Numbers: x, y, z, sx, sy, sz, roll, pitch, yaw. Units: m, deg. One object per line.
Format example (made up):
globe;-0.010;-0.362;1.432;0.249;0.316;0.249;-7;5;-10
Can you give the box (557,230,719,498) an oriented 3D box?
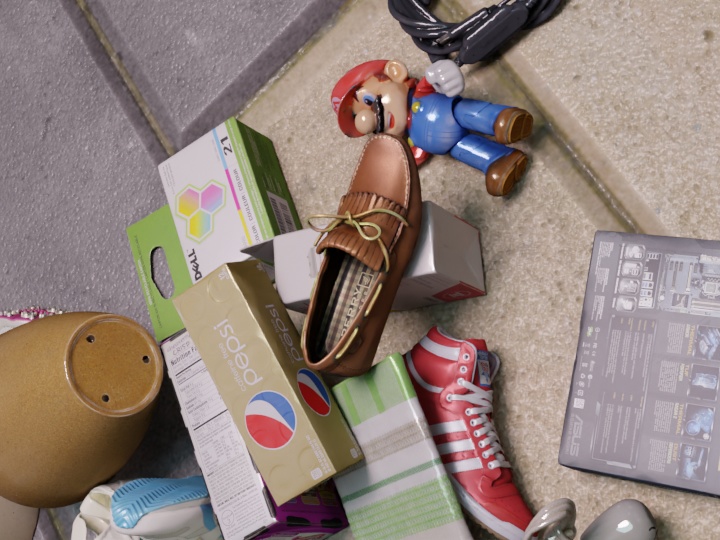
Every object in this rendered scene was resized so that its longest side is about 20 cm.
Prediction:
box;0.255;0.074;0.920;0.156;0.051;0.202;5;81;30

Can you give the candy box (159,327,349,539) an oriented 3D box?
candy box;-0.097;0.152;1.045;0.061;0.136;0.202;-30;65;18

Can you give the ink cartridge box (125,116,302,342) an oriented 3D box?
ink cartridge box;-0.167;-0.036;1.160;0.199;0.076;0.149;-29;67;19

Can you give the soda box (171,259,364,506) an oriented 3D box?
soda box;-0.079;0.092;0.979;0.067;0.064;0.201;-32;81;22

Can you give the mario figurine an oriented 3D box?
mario figurine;0.051;-0.130;1.048;0.199;0.106;0.125;22;92;29

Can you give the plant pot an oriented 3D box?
plant pot;-0.266;0.113;1.074;0.200;0.185;0.189;-32;61;52

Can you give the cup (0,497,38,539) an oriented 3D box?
cup;-0.469;0.248;1.221;0.198;0.143;0.203;-7;75;28

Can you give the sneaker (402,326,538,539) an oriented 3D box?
sneaker;0.102;0.134;0.979;0.113;0.071;0.200;-49;65;7

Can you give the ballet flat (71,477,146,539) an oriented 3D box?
ballet flat;-0.237;0.238;1.075;0.069;0.200;0.070;-2;103;-7

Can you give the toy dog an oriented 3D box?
toy dog;0.159;0.276;0.891;0.201;0.131;0.097;-58;46;26

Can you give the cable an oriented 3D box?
cable;0.120;-0.291;1.084;0.200;0.051;0.164;-40;58;18

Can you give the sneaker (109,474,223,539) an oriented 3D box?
sneaker;-0.159;0.231;1.025;0.076;0.200;0.082;8;83;22

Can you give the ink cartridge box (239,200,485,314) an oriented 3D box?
ink cartridge box;0.000;0.000;1.038;0.198;0.116;0.068;-12;74;27

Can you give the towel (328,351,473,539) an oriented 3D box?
towel;0.032;0.183;0.975;0.149;0.030;0.202;-32;75;50

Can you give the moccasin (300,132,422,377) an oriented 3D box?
moccasin;-0.004;-0.015;0.931;0.073;0.078;0.203;21;90;30

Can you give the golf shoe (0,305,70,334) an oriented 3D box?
golf shoe;-0.390;0.085;1.266;0.198;0.075;0.093;-2;93;30
